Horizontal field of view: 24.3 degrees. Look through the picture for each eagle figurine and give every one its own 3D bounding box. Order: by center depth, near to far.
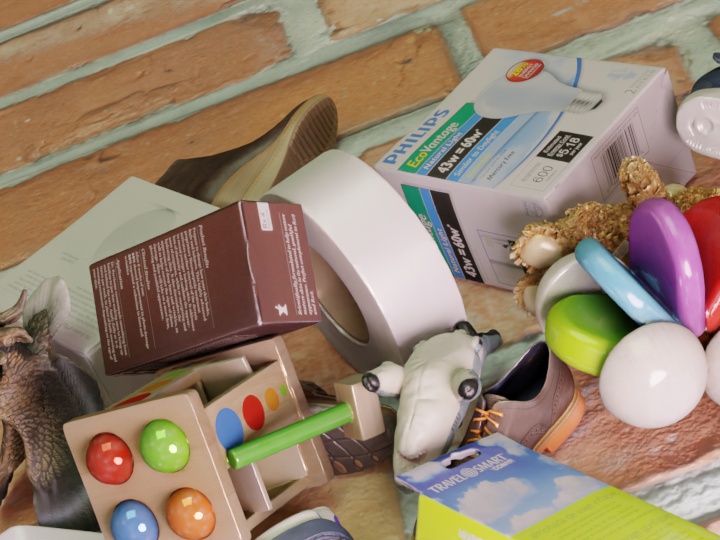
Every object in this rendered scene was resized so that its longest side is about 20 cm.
[{"bbox_3d":[-0.287,0.119,1.418,0.151,0.200,0.152,-19,32,12],"label":"eagle figurine"}]

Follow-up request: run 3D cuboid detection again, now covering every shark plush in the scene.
[{"bbox_3d":[0.061,0.093,1.305,0.091,0.083,0.200,-2,21,13],"label":"shark plush"}]

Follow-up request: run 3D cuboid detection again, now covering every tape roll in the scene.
[{"bbox_3d":[0.000,0.000,1.403,0.071,0.203,0.202,-36,35,-17],"label":"tape roll"}]

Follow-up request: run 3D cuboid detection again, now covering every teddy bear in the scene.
[{"bbox_3d":[0.210,-0.026,1.363,0.200,0.145,0.067,-31,37,-2],"label":"teddy bear"}]

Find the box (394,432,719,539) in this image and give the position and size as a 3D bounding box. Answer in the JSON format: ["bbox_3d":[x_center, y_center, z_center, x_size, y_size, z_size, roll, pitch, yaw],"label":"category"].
[{"bbox_3d":[0.133,0.180,1.142,0.200,0.048,0.122,22,26,39],"label":"box"}]

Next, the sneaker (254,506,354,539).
[{"bbox_3d":[-0.002,0.212,1.214,0.200,0.081,0.147,-23,37,12],"label":"sneaker"}]

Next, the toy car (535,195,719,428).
[{"bbox_3d":[0.236,0.016,1.250,0.200,0.150,0.175,-6,30,-17],"label":"toy car"}]

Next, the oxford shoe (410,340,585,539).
[{"bbox_3d":[0.095,0.134,1.269,0.071,0.073,0.200,9,46,39],"label":"oxford shoe"}]

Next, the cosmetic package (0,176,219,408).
[{"bbox_3d":[-0.210,0.034,1.555,0.200,0.123,0.199,-40,36,-25],"label":"cosmetic package"}]

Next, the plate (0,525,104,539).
[{"bbox_3d":[-0.246,0.261,1.278,0.199,0.032,0.200,0,21,28],"label":"plate"}]

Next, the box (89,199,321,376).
[{"bbox_3d":[-0.129,0.017,1.354,0.075,0.100,0.200,0,-13,-45],"label":"box"}]

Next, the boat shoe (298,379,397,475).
[{"bbox_3d":[-0.053,0.121,1.384,0.200,0.076,0.072,-1,37,28],"label":"boat shoe"}]

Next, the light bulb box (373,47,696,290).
[{"bbox_3d":[0.157,-0.090,1.498,0.200,0.125,0.198,13,48,42],"label":"light bulb box"}]

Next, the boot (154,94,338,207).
[{"bbox_3d":[-0.129,-0.118,1.763,0.166,0.072,0.200,5,46,33],"label":"boot"}]

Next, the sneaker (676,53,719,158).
[{"bbox_3d":[0.383,-0.128,1.440,0.200,0.081,0.146,21,31,23],"label":"sneaker"}]

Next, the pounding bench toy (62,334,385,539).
[{"bbox_3d":[-0.097,0.134,1.266,0.200,0.124,0.156,-16,8,31],"label":"pounding bench toy"}]
